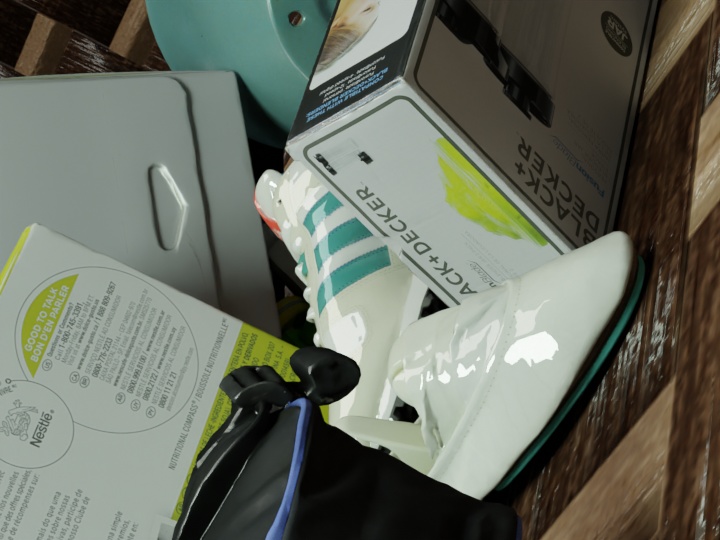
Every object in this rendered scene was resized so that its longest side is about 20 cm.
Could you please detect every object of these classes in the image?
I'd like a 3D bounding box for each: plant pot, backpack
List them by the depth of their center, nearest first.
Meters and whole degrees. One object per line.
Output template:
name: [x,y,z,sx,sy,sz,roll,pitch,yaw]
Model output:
backpack: [-0.031,0.156,0.605,0.191,0.154,0.200,-47,12,38]
plant pot: [-0.002,-0.152,1.167,0.201,0.200,0.161,-64,16,2]

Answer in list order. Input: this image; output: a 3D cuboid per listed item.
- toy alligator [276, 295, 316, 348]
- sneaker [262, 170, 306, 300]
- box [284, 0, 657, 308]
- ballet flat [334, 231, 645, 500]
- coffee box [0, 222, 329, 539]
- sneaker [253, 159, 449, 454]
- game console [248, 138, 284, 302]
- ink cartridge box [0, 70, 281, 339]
toy alligator: [-0.011,0.035,1.147,0.054,0.059,0.200,-6,-49,-50]
sneaker: [-0.001,-0.033,1.267,0.087,0.075,0.200,-37,11,9]
box: [0.051,-0.086,0.875,0.060,0.117,0.200,-26,31,36]
ballet flat: [0.027,0.059,0.807,0.200,0.069,0.070,-59,10,30]
coffee box: [-0.114,0.140,0.970,0.200,0.197,0.201,-53,14,51]
sneaker: [0.000,-0.001,0.925,0.070,0.093,0.201,53,-137,-56]
game console: [-0.066,0.036,1.325,0.176,0.116,0.201,-36,-41,-42]
ink cartridge box: [-0.146,0.001,1.158,0.200,0.144,0.146,140,122,-61]
